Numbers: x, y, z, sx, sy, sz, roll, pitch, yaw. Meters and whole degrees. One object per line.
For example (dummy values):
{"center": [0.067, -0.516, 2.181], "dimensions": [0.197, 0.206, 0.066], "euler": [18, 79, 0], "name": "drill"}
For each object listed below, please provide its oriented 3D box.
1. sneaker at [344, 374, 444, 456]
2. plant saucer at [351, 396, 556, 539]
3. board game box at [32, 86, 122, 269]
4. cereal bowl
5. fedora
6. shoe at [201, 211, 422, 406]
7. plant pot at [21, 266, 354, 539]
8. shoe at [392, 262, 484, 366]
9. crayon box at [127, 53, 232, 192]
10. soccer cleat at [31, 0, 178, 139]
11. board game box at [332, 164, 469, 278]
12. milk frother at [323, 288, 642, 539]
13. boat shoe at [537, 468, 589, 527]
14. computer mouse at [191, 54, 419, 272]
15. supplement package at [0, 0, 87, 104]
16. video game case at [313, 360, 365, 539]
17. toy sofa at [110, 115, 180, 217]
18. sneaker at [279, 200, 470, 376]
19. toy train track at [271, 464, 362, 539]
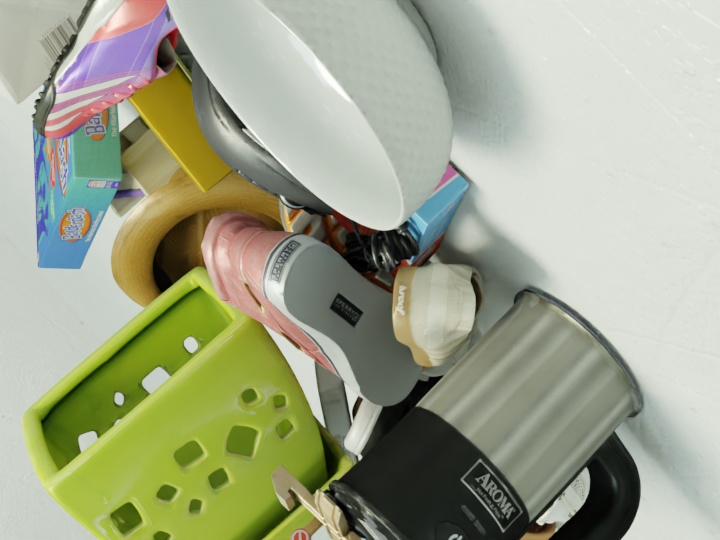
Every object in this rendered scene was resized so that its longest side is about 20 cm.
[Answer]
{"center": [0.061, 0.117, 1.297], "dimensions": [0.111, 0.074, 0.200], "euler": [28, -165, 8], "name": "sneaker"}
{"center": [0.073, 0.172, 1.385], "dimensions": [0.199, 0.038, 0.200], "euler": [32, -166, -9], "name": "plant saucer"}
{"center": [-0.257, -0.109, 1.477], "dimensions": [0.200, 0.045, 0.154], "euler": [131, 137, -60], "name": "board game box"}
{"center": [-0.018, -0.123, 0.940], "dimensions": [0.200, 0.083, 0.200], "euler": [42, 165, 14], "name": "cereal bowl"}
{"center": [-0.116, -0.035, 1.383], "dimensions": [0.201, 0.199, 0.082], "euler": [64, -165, -50], "name": "fedora"}
{"center": [-0.031, 0.024, 1.163], "dimensions": [0.091, 0.072, 0.200], "euler": [24, 167, 38], "name": "shoe"}
{"center": [-0.126, 0.139, 1.282], "dimensions": [0.182, 0.199, 0.200], "euler": [51, 174, -20], "name": "plant pot"}
{"center": [0.061, 0.031, 1.133], "dimensions": [0.200, 0.053, 0.071], "euler": [18, -110, -80], "name": "shoe"}
{"center": [-0.150, -0.135, 1.265], "dimensions": [0.127, 0.051, 0.200], "euler": [53, 177, -21], "name": "crayon box"}
{"center": [-0.168, -0.141, 1.130], "dimensions": [0.073, 0.069, 0.200], "euler": [31, 140, -11], "name": "soccer cleat"}
{"center": [-0.020, -0.092, 1.117], "dimensions": [0.200, 0.040, 0.153], "euler": [45, 166, 8], "name": "board game box"}
{"center": [0.073, 0.126, 1.142], "dimensions": [0.200, 0.188, 0.181], "euler": [30, 158, 50], "name": "milk frother"}
{"center": [0.140, 0.163, 1.285], "dimensions": [0.071, 0.069, 0.201], "euler": [34, 162, 36], "name": "boat shoe"}
{"center": [-0.045, -0.065, 1.083], "dimensions": [0.200, 0.046, 0.140], "euler": [50, 167, -12], "name": "computer mouse"}
{"center": [-0.318, -0.248, 1.390], "dimensions": [0.200, 0.121, 0.120], "euler": [33, 160, 45], "name": "supplement package"}
{"center": [-0.021, 0.120, 1.433], "dimensions": [0.201, 0.023, 0.183], "euler": [-103, 2, -59], "name": "video game case"}
{"center": [-0.182, -0.087, 1.513], "dimensions": [0.098, 0.083, 0.200], "euler": [51, 165, -14], "name": "toy sofa"}
{"center": [0.000, 0.000, 1.243], "dimensions": [0.200, 0.078, 0.077], "euler": [52, 169, -25], "name": "sneaker"}
{"center": [0.005, 0.211, 1.115], "dimensions": [0.200, 0.033, 0.115], "euler": [40, 165, 21], "name": "toy train track"}
